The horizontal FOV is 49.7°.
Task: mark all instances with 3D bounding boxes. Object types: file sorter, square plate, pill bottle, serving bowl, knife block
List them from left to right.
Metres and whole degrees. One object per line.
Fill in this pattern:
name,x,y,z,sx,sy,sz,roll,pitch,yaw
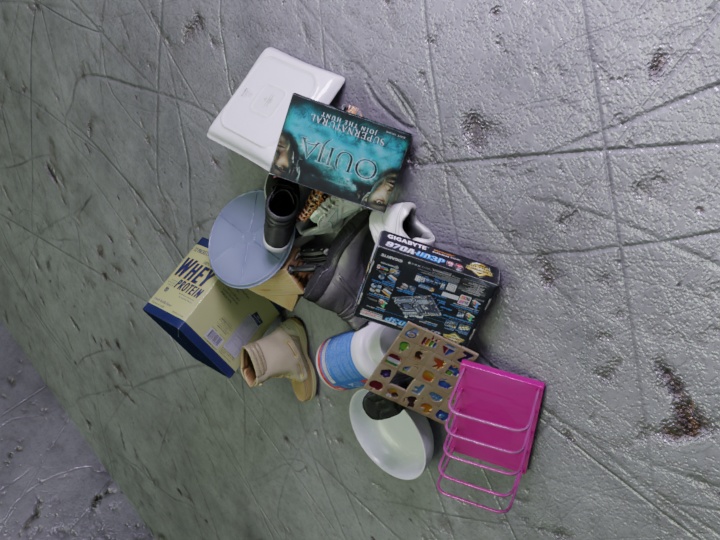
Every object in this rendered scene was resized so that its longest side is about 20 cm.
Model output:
square plate,-0.153,-0.282,1.330,0.198,0.200,0.028,31,174,32
knife block,-0.143,-0.008,1.491,0.200,0.064,0.176,27,142,2
pill bottle,0.011,0.158,1.458,0.200,0.112,0.113,-25,93,53
serving bowl,0.071,0.305,1.518,0.200,0.066,0.201,27,130,37
file sorter,0.206,0.276,1.270,0.139,0.125,0.201,14,125,18

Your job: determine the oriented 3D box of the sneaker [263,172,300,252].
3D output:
sneaker,-0.137,-0.140,1.410,0.099,0.070,0.201,114,161,-54

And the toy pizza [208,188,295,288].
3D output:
toy pizza,-0.206,-0.060,1.493,0.200,0.032,0.201,-9,69,25

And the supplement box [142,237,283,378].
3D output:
supplement box,-0.304,0.078,1.641,0.134,0.200,0.200,20,155,40

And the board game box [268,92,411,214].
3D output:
board game box,-0.033,-0.186,1.244,0.199,0.028,0.136,19,106,0

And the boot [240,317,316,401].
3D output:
boot,-0.176,0.219,1.671,0.073,0.155,0.201,16,124,42

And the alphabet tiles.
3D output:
alphabet tiles,0.130,0.184,1.319,0.199,0.008,0.167,25,123,-9

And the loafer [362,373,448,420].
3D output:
loafer,0.100,0.206,1.391,0.199,0.072,0.073,-14,108,16

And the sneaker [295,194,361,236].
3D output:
sneaker,-0.049,-0.116,1.385,0.071,0.080,0.200,55,140,11

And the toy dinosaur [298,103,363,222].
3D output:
toy dinosaur,-0.065,-0.186,1.315,0.136,0.200,0.102,28,170,39

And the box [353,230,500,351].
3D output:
box,0.103,0.035,1.248,0.199,0.046,0.159,17,131,-1

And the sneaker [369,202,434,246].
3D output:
sneaker,0.088,-0.021,1.295,0.099,0.078,0.201,-14,104,46

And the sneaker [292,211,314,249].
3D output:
sneaker,-0.176,-0.078,1.559,0.200,0.075,0.085,-14,103,41

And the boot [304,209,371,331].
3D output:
boot,0.000,0.000,1.403,0.131,0.070,0.200,30,104,-16
